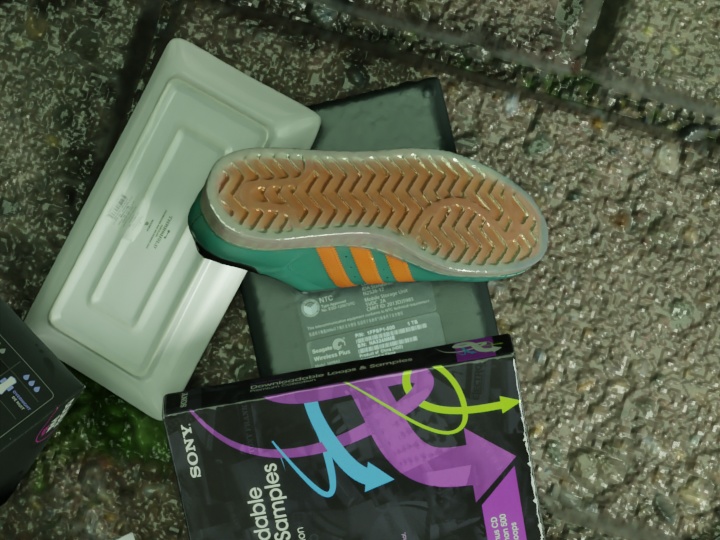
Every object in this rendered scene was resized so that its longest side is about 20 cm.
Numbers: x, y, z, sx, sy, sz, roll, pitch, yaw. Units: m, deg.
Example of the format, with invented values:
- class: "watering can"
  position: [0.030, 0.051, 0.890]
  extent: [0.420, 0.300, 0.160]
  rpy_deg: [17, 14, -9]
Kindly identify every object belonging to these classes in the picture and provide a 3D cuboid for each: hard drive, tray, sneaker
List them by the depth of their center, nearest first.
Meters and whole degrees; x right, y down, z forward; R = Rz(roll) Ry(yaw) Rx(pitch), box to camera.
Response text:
- class: "sneaker"
  position: [0.002, -0.025, 1.230]
  extent: [0.200, 0.080, 0.071]
  rpy_deg: [7, 69, -16]
- class: "tray"
  position: [-0.113, -0.024, 1.263]
  extent: [0.107, 0.022, 0.200]
  rpy_deg: [30, 97, 16]
- class: "hard drive"
  position: [0.000, 0.000, 1.273]
  extent: [0.139, 0.033, 0.200]
  rpy_deg: [-13, 85, 2]

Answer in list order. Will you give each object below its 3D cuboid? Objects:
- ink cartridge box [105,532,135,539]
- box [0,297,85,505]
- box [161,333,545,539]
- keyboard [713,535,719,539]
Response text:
- class: "ink cartridge box"
  position: [-0.201, 0.261, 1.221]
  extent: [0.200, 0.084, 0.176]
  rpy_deg: [-20, 85, 12]
- class: "box"
  position: [-0.274, 0.102, 1.177]
  extent: [0.124, 0.149, 0.200]
  rpy_deg: [46, 45, 5]
- class: "box"
  position: [-0.001, 0.123, 1.237]
  extent: [0.200, 0.036, 0.143]
  rpy_deg: [-10, 107, 3]
- class: "keyboard"
  position: [0.155, 0.222, 1.259]
  extent: [0.200, 0.011, 0.056]
  rpy_deg: [-35, 89, 0]
